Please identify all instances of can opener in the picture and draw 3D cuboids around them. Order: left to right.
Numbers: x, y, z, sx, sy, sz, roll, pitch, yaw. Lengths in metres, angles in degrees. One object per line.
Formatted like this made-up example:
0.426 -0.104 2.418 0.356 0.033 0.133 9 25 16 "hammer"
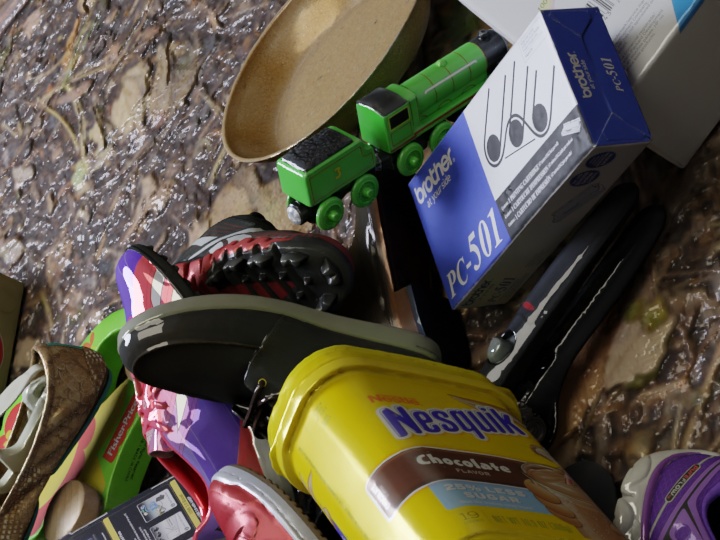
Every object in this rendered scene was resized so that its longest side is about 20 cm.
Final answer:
0.113 0.034 1.420 0.200 0.063 0.079 -57 42 6 "can opener"

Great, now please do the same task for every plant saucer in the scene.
-0.016 -0.147 1.629 0.200 0.035 0.200 -37 30 26 "plant saucer"

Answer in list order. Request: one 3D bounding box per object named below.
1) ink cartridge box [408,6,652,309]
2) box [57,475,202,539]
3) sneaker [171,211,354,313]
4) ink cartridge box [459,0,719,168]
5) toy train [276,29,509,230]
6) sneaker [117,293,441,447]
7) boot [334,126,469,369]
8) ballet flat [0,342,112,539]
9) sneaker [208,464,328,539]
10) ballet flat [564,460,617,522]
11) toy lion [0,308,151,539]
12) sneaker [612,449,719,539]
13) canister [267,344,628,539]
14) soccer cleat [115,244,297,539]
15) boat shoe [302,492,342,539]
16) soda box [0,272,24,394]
0.097 -0.064 1.423 0.200 0.044 0.094 -53 50 53 "ink cartridge box"
-0.105 0.212 1.471 0.161 0.049 0.200 -28 39 -9 "box"
-0.065 -0.001 1.539 0.200 0.071 0.098 -16 24 50 "sneaker"
0.163 -0.179 1.464 0.145 0.085 0.200 -54 44 9 "ink cartridge box"
0.027 -0.093 1.502 0.200 0.056 0.042 -35 43 -28 "toy train"
-0.046 0.081 1.403 0.075 0.200 0.106 112 162 -55 "sneaker"
0.000 0.000 1.540 0.097 0.075 0.200 -31 52 26 "boot"
-0.243 0.137 1.623 0.200 0.065 0.070 -65 25 -5 "ballet flat"
-0.055 0.206 1.362 0.112 0.071 0.200 -35 58 -15 "sneaker"
0.092 0.198 1.352 0.073 0.073 0.200 11 77 47 "ballet flat"
-0.196 0.116 1.690 0.192 0.069 0.200 25 88 55 "toy lion"
0.176 0.191 1.271 0.083 0.081 0.200 -4 69 32 "sneaker"
0.053 0.128 1.274 0.200 0.148 0.087 48 120 55 "canister"
-0.113 0.076 1.477 0.073 0.068 0.200 -26 76 -18 "soccer cleat"
-0.008 0.148 1.466 0.200 0.062 0.075 47 148 44 "boat shoe"
-0.317 0.096 1.805 0.064 0.068 0.200 -12 62 40 "soda box"
